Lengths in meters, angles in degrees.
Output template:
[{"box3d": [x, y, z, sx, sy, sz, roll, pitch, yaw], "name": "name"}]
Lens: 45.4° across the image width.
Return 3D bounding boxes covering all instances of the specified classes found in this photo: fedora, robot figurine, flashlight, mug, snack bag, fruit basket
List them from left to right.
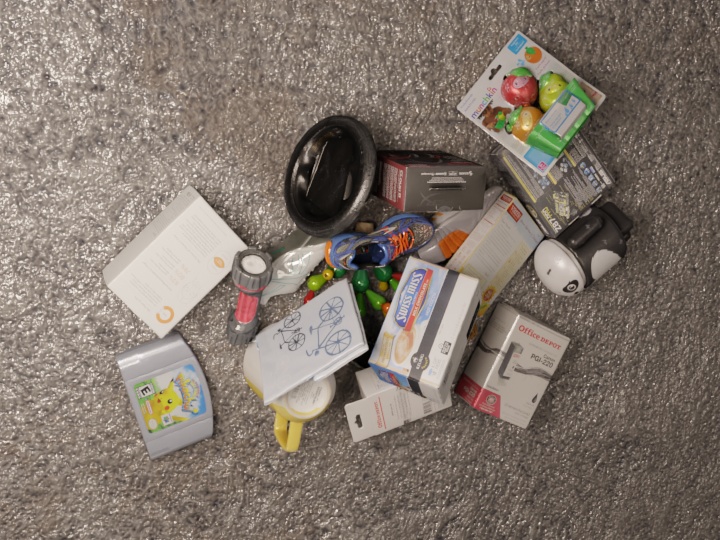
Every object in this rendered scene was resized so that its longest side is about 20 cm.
[{"box3d": [-0.186, 0.049, 1.399, 0.066, 0.069, 0.202, 0, 140, -19], "name": "flashlight"}, {"box3d": [-0.106, 0.199, 1.482, 0.148, 0.153, 0.189, -29, 114, -12], "name": "mug"}, {"box3d": [-0.084, 0.118, 1.396, 0.198, 0.190, 0.021, -33, 123, 9], "name": "snack bag"}, {"box3d": [-0.033, -0.149, 1.428, 0.091, 0.199, 0.204, 12, 103, -54], "name": "fedora"}, {"box3d": [0.300, -0.297, 1.506, 0.199, 0.094, 0.186, 40, 84, 3], "name": "fruit basket"}, {"box3d": [0.425, -0.039, 1.638, 0.199, 0.125, 0.151, -37, 115, -8], "name": "robot figurine"}]

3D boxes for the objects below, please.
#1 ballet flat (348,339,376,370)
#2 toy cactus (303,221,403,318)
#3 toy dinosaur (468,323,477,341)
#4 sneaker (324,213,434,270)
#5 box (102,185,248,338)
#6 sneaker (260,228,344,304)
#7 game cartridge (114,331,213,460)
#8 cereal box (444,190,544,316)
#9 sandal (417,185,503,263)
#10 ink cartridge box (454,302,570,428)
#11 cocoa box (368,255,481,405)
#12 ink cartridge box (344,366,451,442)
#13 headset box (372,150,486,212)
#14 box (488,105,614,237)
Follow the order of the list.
[{"box3d": [0.012, 0.157, 1.567, 0.198, 0.057, 0.067, 23, 96, -30], "name": "ballet flat"}, {"box3d": [0.000, 0.000, 1.509, 0.196, 0.102, 0.169, 4, 94, -14], "name": "toy cactus"}, {"box3d": [0.171, 0.131, 1.636, 0.104, 0.061, 0.203, -14, 115, 14], "name": "toy dinosaur"}, {"box3d": [0.042, -0.038, 1.444, 0.197, 0.078, 0.077, -21, 116, -18], "name": "sneaker"}, {"box3d": [-0.295, -0.016, 1.376, 0.200, 0.097, 0.125, -44, 116, -5], "name": "box"}, {"box3d": [-0.113, -0.014, 1.473, 0.198, 0.071, 0.081, -27, 126, -8], "name": "sneaker"}, {"box3d": [-0.324, 0.212, 1.465, 0.131, 0.040, 0.203, -21, 112, -19], "name": "game cartridge"}, {"box3d": [0.244, -0.028, 1.596, 0.201, 0.039, 0.144, -51, 136, -3], "name": "cereal box"}, {"box3d": [0.173, -0.091, 1.563, 0.205, 0.059, 0.080, -36, 137, -19], "name": "sandal"}, {"box3d": [0.296, 0.184, 1.675, 0.144, 0.085, 0.203, 23, 94, -26], "name": "ink cartridge box"}, {"box3d": [0.113, 0.103, 1.472, 0.129, 0.134, 0.203, 19, 75, 16], "name": "cocoa box"}, {"box3d": [0.062, 0.225, 1.577, 0.197, 0.068, 0.117, -20, 132, -8], "name": "ink cartridge box"}, {"box3d": [0.110, -0.150, 1.440, 0.146, 0.200, 0.077, -3, 107, -19], "name": "headset box"}, {"box3d": [0.355, -0.189, 1.594, 0.161, 0.049, 0.201, -42, 105, -7], "name": "box"}]
